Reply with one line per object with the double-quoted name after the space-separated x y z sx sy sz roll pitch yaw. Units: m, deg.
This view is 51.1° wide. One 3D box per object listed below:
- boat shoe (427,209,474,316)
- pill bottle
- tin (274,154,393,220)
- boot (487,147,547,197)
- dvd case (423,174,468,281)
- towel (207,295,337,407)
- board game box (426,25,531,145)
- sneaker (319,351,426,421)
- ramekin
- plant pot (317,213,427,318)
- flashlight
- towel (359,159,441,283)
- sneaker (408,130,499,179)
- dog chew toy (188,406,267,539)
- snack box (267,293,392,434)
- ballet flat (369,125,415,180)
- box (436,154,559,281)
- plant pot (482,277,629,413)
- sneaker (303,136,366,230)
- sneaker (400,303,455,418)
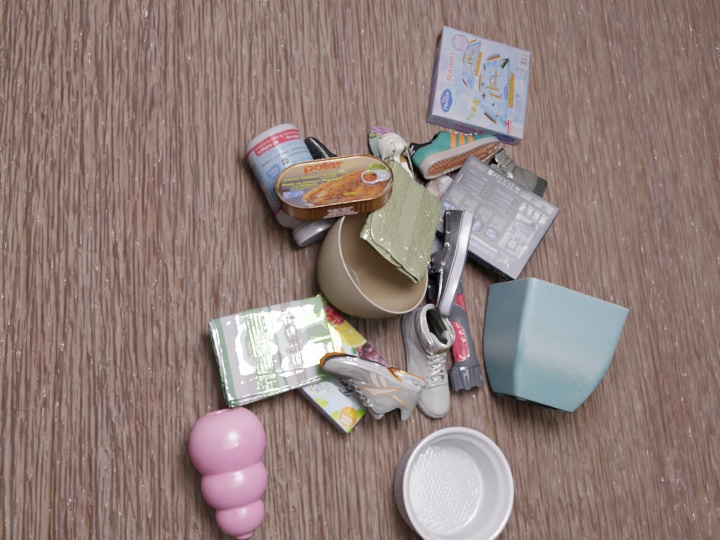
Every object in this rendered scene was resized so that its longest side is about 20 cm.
0.151 -0.019 1.326 0.065 0.070 0.202 12 73 10 "boat shoe"
-0.119 -0.150 1.341 0.108 0.109 0.201 -26 84 -19 "pill bottle"
-0.043 -0.139 1.251 0.198 0.042 0.113 -8 54 -7 "tin"
0.277 -0.133 1.465 0.130 0.068 0.201 30 62 -11 "boot"
0.157 -0.082 1.447 0.142 0.018 0.201 31 71 -7 "dvd case"
-0.142 0.131 1.253 0.198 0.031 0.151 -13 81 -16 "towel"
0.242 -0.375 1.531 0.197 0.041 0.202 13 74 -12 "board game box"
0.017 0.198 1.252 0.198 0.076 0.093 21 83 -22 "sneaker"
0.153 0.373 1.291 0.198 0.098 0.203 3 76 -14 "ramekin"
0.000 0.000 1.309 0.199 0.134 0.202 21 56 -35 "plant pot"
0.171 0.117 1.371 0.067 0.068 0.202 -12 85 21 "flashlight"
0.076 -0.087 1.302 0.148 0.036 0.201 38 48 -24 "towel"
0.183 -0.242 1.465 0.198 0.072 0.080 -19 61 -30 "sneaker"
-0.203 0.324 1.200 0.123 0.124 0.202 -11 88 -17 "dog chew toy"
-0.052 0.163 1.311 0.200 0.053 0.142 44 71 -1 "snack box"
0.071 -0.196 1.415 0.068 0.071 0.202 -15 75 -13 "ballet flat"
0.243 -0.095 1.398 0.199 0.051 0.159 32 83 10 "box"
0.330 0.143 1.353 0.194 0.196 0.202 17 81 -10 "plant pot"
-0.033 -0.167 1.401 0.087 0.076 0.201 -30 81 -44 "sneaker"
0.126 0.160 1.328 0.073 0.116 0.202 -12 81 -19 "sneaker"
